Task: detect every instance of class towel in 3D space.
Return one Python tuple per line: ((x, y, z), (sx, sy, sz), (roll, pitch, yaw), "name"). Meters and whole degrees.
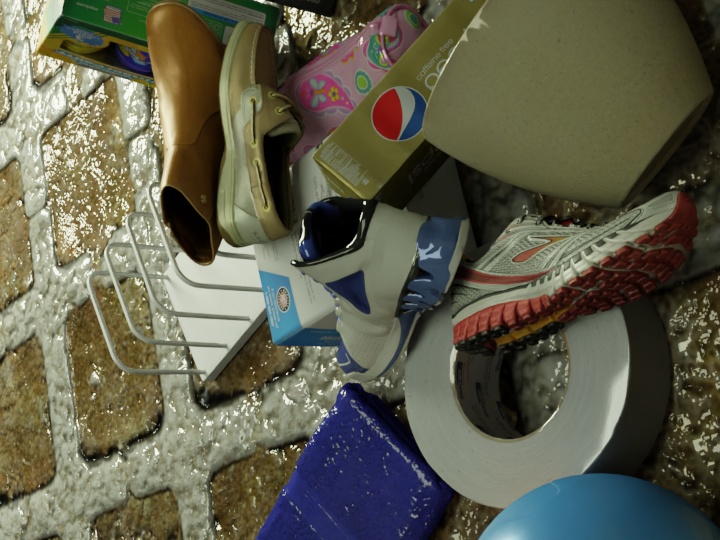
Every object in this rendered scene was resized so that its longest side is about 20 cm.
((-0.004, 0.218, 1.102), (0.148, 0.049, 0.202), (42, 117, 29), "towel")

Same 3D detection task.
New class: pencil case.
((-0.018, -0.162, 1.115), (0.199, 0.087, 0.089), (-22, 71, 43), "pencil case")

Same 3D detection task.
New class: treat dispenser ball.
((0.157, 0.234, 0.800), (0.199, 0.199, 0.204), (-5, 84, 47), "treat dispenser ball")

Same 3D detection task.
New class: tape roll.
((0.128, 0.078, 0.931), (0.198, 0.066, 0.204), (-11, 73, 40), "tape roll")

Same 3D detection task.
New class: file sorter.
((-0.171, -0.003, 1.242), (0.200, 0.123, 0.140), (-48, 54, 34), "file sorter")

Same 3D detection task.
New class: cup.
((0.159, -0.127, 0.868), (0.143, 0.200, 0.201), (41, 119, 12), "cup")

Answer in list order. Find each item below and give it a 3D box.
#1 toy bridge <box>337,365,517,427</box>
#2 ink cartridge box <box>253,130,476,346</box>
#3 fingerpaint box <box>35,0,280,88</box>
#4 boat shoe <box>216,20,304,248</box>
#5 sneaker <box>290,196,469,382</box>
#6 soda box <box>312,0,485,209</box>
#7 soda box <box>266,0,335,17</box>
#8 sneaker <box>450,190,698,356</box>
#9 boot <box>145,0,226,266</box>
((0.060, 0.089, 1.055), (0.199, 0.027, 0.068), (24, 105, 44), "toy bridge")
((-0.003, -0.036, 1.089), (0.199, 0.083, 0.147), (-32, 64, 42), "ink cartridge box")
((-0.200, -0.230, 1.196), (0.166, 0.197, 0.075), (175, 107, -67), "fingerpaint box")
((-0.082, -0.121, 1.087), (0.065, 0.074, 0.203), (-2, 84, 22), "boat shoe")
((0.000, 0.000, 0.944), (0.200, 0.114, 0.081), (120, 173, -57), "sneaker")
((0.055, -0.131, 0.971), (0.064, 0.068, 0.200), (40, 84, 21), "soda box")
((-0.106, -0.291, 1.136), (0.063, 0.198, 0.072), (34, 111, 42), "soda box")
((0.136, -0.011, 0.851), (0.199, 0.077, 0.083), (-26, 63, 34), "sneaker")
((-0.149, -0.119, 1.083), (0.070, 0.145, 0.203), (-9, 124, 18), "boot")
